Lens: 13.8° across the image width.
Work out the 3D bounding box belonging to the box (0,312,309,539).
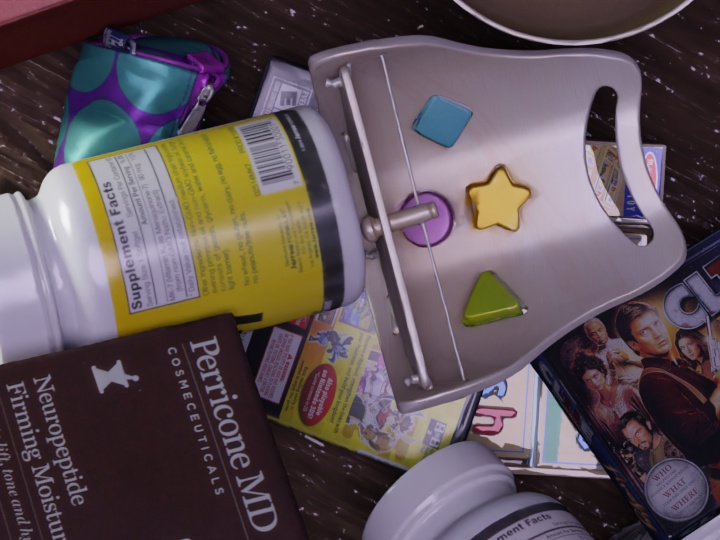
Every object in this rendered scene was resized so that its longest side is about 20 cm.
[{"bbox_3d":[-0.146,0.147,1.563,0.200,0.164,0.166,-13,65,-15],"label":"box"}]

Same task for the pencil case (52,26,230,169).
[{"bbox_3d":[-0.133,-0.035,1.691,0.092,0.085,0.201,17,98,41],"label":"pencil case"}]

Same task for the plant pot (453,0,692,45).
[{"bbox_3d":[0.111,-0.228,1.659,0.200,0.134,0.201,0,95,-3],"label":"plant pot"}]

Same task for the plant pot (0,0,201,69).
[{"bbox_3d":[-0.193,-0.210,1.622,0.199,0.176,0.200,-19,100,0],"label":"plant pot"}]

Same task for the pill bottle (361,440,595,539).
[{"bbox_3d":[0.095,0.196,1.649,0.116,0.116,0.200,-44,61,2],"label":"pill bottle"}]

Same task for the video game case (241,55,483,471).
[{"bbox_3d":[0.000,0.000,1.714,0.180,0.026,0.200,20,96,6],"label":"video game case"}]

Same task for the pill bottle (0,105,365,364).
[{"bbox_3d":[-0.107,-0.013,1.597,0.200,0.114,0.115,-14,96,-10],"label":"pill bottle"}]

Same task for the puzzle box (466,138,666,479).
[{"bbox_3d":[0.107,0.021,1.736,0.133,0.025,0.201,2,95,-3],"label":"puzzle box"}]

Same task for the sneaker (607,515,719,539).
[{"bbox_3d":[0.201,0.176,1.730,0.200,0.078,0.099,-45,98,3],"label":"sneaker"}]

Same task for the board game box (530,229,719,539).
[{"bbox_3d":[0.216,0.050,1.694,0.200,0.035,0.136,-32,74,-12],"label":"board game box"}]

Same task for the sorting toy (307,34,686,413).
[{"bbox_3d":[0.082,-0.040,1.644,0.180,0.107,0.200,-14,89,0],"label":"sorting toy"}]
